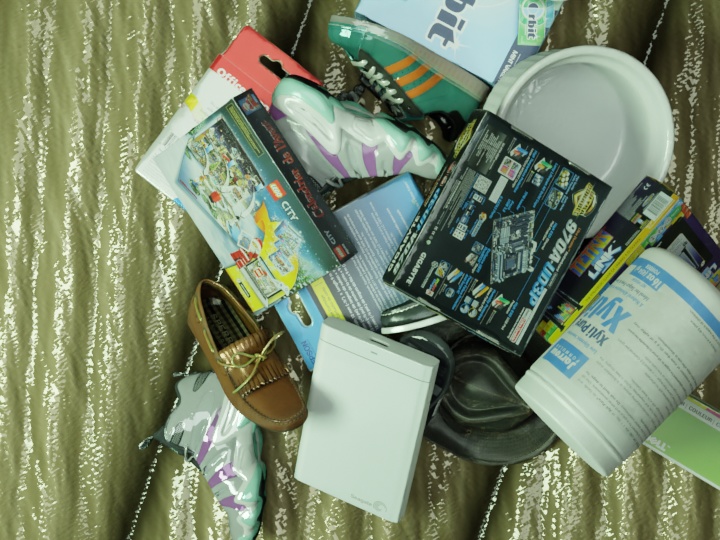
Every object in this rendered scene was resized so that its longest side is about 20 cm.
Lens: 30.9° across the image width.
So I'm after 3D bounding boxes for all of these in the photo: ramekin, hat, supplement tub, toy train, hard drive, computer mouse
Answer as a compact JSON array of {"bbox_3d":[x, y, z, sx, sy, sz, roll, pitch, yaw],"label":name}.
[{"bbox_3d":[0.222,-0.141,1.386,0.199,0.098,0.201,-3,104,-12],"label":"ramekin"},{"bbox_3d":[0.143,0.126,1.428,0.200,0.081,0.202,0,92,0],"label":"hat"},{"bbox_3d":[0.265,0.088,1.281,0.200,0.132,0.132,-45,91,-3],"label":"supplement tub"},{"bbox_3d":[-0.019,-0.166,1.443,0.046,0.034,0.200,41,92,-13],"label":"toy train"},{"bbox_3d":[0.004,0.162,1.398,0.131,0.027,0.201,21,118,19],"label":"hard drive"},{"bbox_3d":[0.024,0.126,1.417,0.140,0.046,0.201,30,120,14],"label":"computer mouse"}]

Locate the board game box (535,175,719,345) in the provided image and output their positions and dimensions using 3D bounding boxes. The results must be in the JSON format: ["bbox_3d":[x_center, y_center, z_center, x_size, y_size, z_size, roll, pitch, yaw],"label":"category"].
[{"bbox_3d":[0.289,0.023,1.387,0.200,0.165,0.057,-49,47,2],"label":"board game box"}]

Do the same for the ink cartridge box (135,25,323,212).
[{"bbox_3d":[-0.140,-0.154,1.426,0.116,0.067,0.200,38,92,-2],"label":"ink cartridge box"}]

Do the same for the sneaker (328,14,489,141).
[{"bbox_3d":[0.044,-0.204,1.396,0.199,0.071,0.080,25,92,-24],"label":"sneaker"}]

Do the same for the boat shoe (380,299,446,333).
[{"bbox_3d":[0.108,0.012,1.370,0.199,0.076,0.061,-20,96,-11],"label":"boat shoe"}]

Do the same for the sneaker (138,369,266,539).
[{"bbox_3d":[-0.177,0.207,1.444,0.139,0.078,0.201,-2,83,2],"label":"sneaker"}]

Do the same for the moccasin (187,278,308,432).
[{"bbox_3d":[-0.119,0.089,1.390,0.073,0.078,0.202,-18,54,-21],"label":"moccasin"}]

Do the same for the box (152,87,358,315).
[{"bbox_3d":[-0.110,-0.068,1.345,0.136,0.038,0.200,-29,96,37],"label":"box"}]

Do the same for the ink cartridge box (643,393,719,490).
[{"bbox_3d":[0.366,0.183,1.368,0.147,0.200,0.076,31,93,0],"label":"ink cartridge box"}]

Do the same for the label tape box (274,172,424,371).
[{"bbox_3d":[0.000,0.000,1.433,0.199,0.066,0.144,-29,92,3],"label":"label tape box"}]

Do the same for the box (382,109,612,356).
[{"bbox_3d":[0.137,-0.037,1.308,0.159,0.046,0.201,28,90,-16],"label":"box"}]

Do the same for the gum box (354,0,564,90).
[{"bbox_3d":[0.119,-0.310,1.428,0.199,0.045,0.170,28,92,-2],"label":"gum box"}]

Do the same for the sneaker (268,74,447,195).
[{"bbox_3d":[-0.017,-0.105,1.372,0.199,0.078,0.140,25,104,-2],"label":"sneaker"}]
